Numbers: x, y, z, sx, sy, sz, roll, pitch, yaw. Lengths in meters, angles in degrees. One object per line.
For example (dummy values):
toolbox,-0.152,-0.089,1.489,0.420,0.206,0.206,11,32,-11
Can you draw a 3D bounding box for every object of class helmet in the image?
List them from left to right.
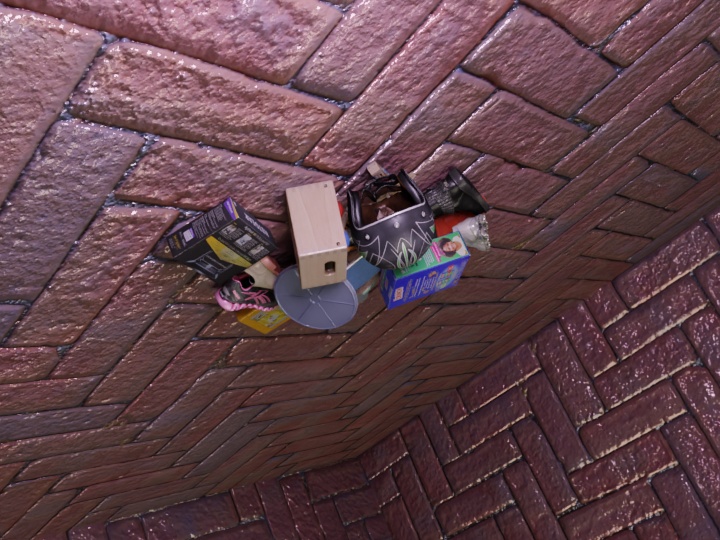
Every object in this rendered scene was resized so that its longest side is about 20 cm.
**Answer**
helmet,0.066,-0.097,1.525,0.197,0.193,0.201,-17,150,-10

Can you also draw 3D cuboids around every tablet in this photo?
tablet,0.000,0.000,1.704,0.199,0.014,0.130,-39,155,7

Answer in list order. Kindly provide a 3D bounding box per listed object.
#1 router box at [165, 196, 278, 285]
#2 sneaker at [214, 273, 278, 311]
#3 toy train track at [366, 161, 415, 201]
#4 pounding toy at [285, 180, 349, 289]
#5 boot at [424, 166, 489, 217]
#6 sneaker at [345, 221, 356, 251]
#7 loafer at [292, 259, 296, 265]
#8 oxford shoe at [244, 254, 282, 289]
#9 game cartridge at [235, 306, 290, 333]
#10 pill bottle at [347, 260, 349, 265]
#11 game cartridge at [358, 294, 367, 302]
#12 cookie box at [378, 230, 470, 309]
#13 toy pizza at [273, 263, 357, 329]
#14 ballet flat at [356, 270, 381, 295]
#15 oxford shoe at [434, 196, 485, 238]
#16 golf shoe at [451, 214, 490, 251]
router box,-0.279,-0.055,1.480,0.156,0.053,0.200,-30,157,6
sneaker,-0.247,0.041,1.712,0.198,0.079,0.096,-3,132,-50
toy train track,0.065,-0.188,1.602,0.114,0.033,0.200,-32,156,12
pounding toy,-0.075,-0.078,1.523,0.139,0.187,0.201,-10,155,-6
boot,0.215,-0.157,1.767,0.157,0.080,0.210,-41,144,15
sneaker,-0.013,-0.094,1.685,0.197,0.078,0.078,-5,121,-31
loafer,-0.107,-0.001,1.680,0.068,0.076,0.199,39,152,-21
oxford shoe,-0.220,0.009,1.659,0.073,0.071,0.201,-32,147,-1
game cartridge,-0.208,0.092,1.902,0.198,0.033,0.176,-30,157,8
pill bottle,-0.071,0.038,1.835,0.108,0.111,0.201,-24,157,-7
game cartridge,-0.065,0.096,2.032,0.198,0.042,0.133,-28,163,-6
cookie box,0.151,0.000,1.763,0.197,0.076,0.172,-19,156,-14
toy pizza,-0.101,0.055,1.646,0.196,0.032,0.203,7,132,8
ballet flat,0.034,-0.031,1.807,0.201,0.068,0.067,-52,130,-14
oxford shoe,0.240,-0.141,1.881,0.198,0.072,0.072,-28,-168,-16
golf shoe,0.282,-0.094,1.846,0.095,0.080,0.200,-10,164,13
